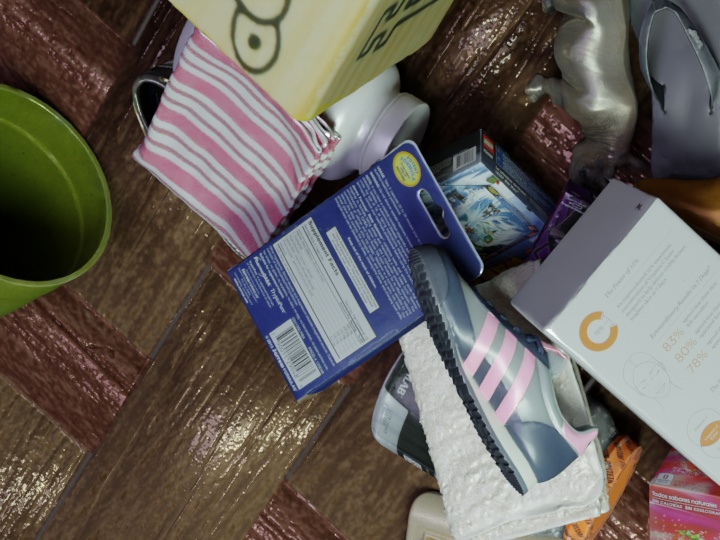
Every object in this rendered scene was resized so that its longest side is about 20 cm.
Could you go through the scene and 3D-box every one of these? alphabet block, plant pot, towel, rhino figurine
[{"bbox_3d":[-0.020,-0.269,1.464,0.195,0.196,0.200,45,134,10],"label":"alphabet block"},{"bbox_3d":[-0.357,-0.034,1.746,0.193,0.200,0.201,-37,87,42],"label":"plant pot"},{"bbox_3d":[0.108,0.106,1.499,0.132,0.034,0.202,-18,84,17],"label":"towel"},{"bbox_3d":[0.175,-0.140,1.496,0.087,0.060,0.202,4,109,43],"label":"rhino figurine"},{"bbox_3d":[-0.106,-0.097,1.569,0.146,0.030,0.200,41,142,4],"label":"towel"}]

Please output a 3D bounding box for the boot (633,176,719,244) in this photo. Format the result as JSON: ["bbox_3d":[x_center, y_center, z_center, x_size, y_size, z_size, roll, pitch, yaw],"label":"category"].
[{"bbox_3d":[0.315,-0.082,1.443,0.200,0.071,0.145,20,107,7],"label":"boot"}]

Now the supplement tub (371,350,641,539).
[{"bbox_3d":[0.119,0.133,1.577,0.199,0.122,0.123,31,116,16],"label":"supplement tub"}]

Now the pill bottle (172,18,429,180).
[{"bbox_3d":[-0.047,-0.149,1.584,0.199,0.112,0.113,31,116,16],"label":"pill bottle"}]

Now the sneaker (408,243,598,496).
[{"bbox_3d":[0.104,0.060,1.440,0.082,0.070,0.201,-27,99,-8],"label":"sneaker"}]

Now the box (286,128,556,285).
[{"bbox_3d":[0.056,-0.024,1.567,0.199,0.040,0.137,-25,133,30],"label":"box"}]

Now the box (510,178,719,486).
[{"bbox_3d":[0.229,0.048,1.423,0.200,0.097,0.125,41,91,-16],"label":"box"}]

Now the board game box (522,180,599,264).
[{"bbox_3d":[0.222,0.027,1.516,0.199,0.032,0.121,26,120,-1],"label":"board game box"}]

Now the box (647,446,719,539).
[{"bbox_3d":[0.328,0.194,1.495,0.198,0.100,0.096,9,119,25],"label":"box"}]

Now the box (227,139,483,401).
[{"bbox_3d":[0.000,0.000,1.509,0.199,0.032,0.122,-35,78,28],"label":"box"}]

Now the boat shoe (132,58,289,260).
[{"bbox_3d":[-0.130,-0.086,1.675,0.072,0.060,0.203,-31,90,31],"label":"boat shoe"}]

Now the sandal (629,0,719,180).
[{"bbox_3d":[0.244,-0.151,1.475,0.075,0.043,0.202,-4,103,28],"label":"sandal"}]

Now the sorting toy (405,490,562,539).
[{"bbox_3d":[0.113,0.309,1.681,0.184,0.036,0.202,16,111,22],"label":"sorting toy"}]
